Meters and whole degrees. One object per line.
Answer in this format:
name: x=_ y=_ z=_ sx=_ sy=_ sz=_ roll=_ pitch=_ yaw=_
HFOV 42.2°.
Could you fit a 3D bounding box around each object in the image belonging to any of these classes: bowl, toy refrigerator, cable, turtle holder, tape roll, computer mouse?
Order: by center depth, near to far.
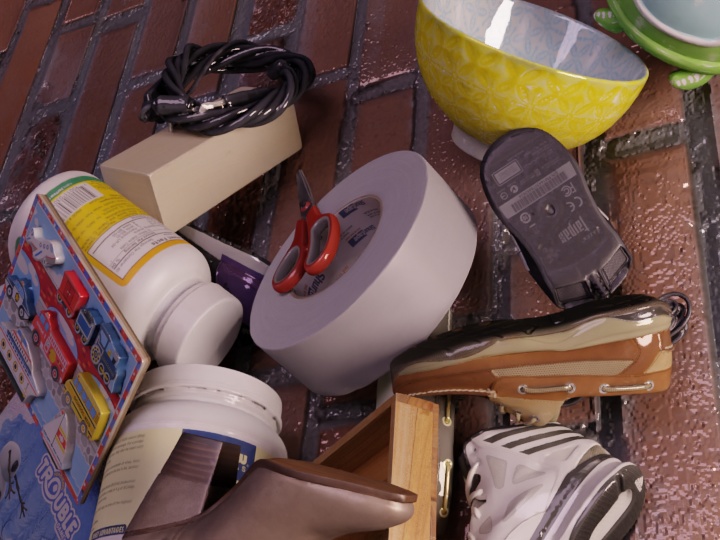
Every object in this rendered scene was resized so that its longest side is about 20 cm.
computer mouse: x=0.139 y=0.002 z=0.710 sx=0.140 sy=0.046 sz=0.201 roll=-37 pitch=77 yaw=3
turtle holder: x=0.282 y=-0.223 z=0.726 sx=0.139 sy=0.132 sz=0.187 roll=-25 pitch=71 yaw=-15
tape roll: x=0.000 y=0.000 z=0.763 sx=0.199 sy=0.066 sz=0.202 roll=-38 pitch=26 yaw=23
bowl: x=0.129 y=-0.152 z=0.790 sx=0.200 sy=0.197 sz=0.109 roll=47 pitch=130 yaw=42
toy refrigerator: x=-0.150 y=-0.110 z=0.921 sx=0.075 sy=0.071 sz=0.200 roll=12 pitch=37 yaw=35
cable: x=-0.124 y=-0.194 z=0.934 sx=0.160 sy=0.052 sz=0.201 roll=0 pitch=31 yaw=18

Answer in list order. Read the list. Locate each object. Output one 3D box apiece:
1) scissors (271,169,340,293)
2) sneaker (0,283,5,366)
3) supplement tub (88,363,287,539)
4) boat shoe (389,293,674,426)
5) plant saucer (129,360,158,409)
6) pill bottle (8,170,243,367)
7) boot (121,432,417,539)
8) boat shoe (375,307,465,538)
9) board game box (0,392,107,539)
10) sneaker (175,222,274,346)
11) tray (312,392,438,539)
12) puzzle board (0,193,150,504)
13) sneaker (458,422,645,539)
scissors: x=-0.040 y=-0.052 z=0.814 sx=0.073 sy=0.014 sz=0.202 roll=-38 pitch=25 yaw=28
sneaker: x=-0.326 y=0.048 z=0.922 sx=0.199 sy=0.073 sz=0.071 roll=-37 pitch=42 yaw=17
supplement tub: x=-0.130 y=0.190 z=0.711 sx=0.143 sy=0.145 sz=0.203 roll=-11 pitch=55 yaw=24
boat shoe: x=0.119 y=0.071 z=0.643 sx=0.196 sy=0.076 sz=0.075 roll=-12 pitch=95 yaw=11
plant saucer: x=-0.251 y=0.070 z=0.923 sx=0.198 sy=0.034 sz=0.204 roll=-19 pitch=55 yaw=30
pill bottle: x=-0.201 y=0.008 z=0.814 sx=0.198 sy=0.113 sz=0.114 roll=33 pitch=78 yaw=20
boot: x=-0.066 y=0.184 z=0.558 sx=0.197 sy=0.070 sz=0.149 roll=5 pitch=76 yaw=36
boat shoe: x=0.048 y=0.103 z=0.718 sx=0.072 sy=0.059 sz=0.205 roll=131 pitch=156 yaw=-54
board game box: x=-0.298 y=0.222 z=0.833 sx=0.200 sy=0.043 sz=0.200 roll=-52 pitch=48 yaw=7
sneaker: x=-0.155 y=0.008 z=0.898 sx=0.198 sy=0.075 sz=0.089 roll=23 pitch=85 yaw=44
tray: x=-0.007 y=0.170 z=0.646 sx=0.200 sy=0.036 sz=0.100 roll=133 pitch=149 yaw=-51
puzzle board: x=-0.241 y=0.059 z=0.739 sx=0.200 sy=0.017 sz=0.152 roll=49 pitch=121 yaw=33
sneaker: x=0.091 y=0.187 z=0.640 sx=0.200 sy=0.076 sz=0.115 roll=-44 pitch=39 yaw=-12
